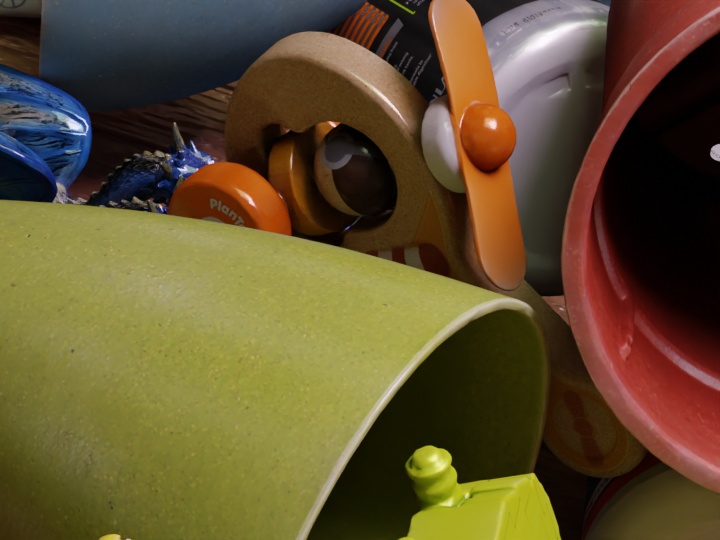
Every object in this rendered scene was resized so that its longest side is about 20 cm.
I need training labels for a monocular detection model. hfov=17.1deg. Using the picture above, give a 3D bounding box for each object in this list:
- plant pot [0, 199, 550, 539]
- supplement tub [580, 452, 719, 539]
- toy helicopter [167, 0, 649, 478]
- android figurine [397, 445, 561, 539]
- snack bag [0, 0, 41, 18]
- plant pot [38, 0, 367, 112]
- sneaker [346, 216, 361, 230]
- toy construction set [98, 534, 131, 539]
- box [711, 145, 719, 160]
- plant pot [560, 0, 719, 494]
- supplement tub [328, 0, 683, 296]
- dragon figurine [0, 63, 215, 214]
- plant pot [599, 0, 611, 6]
[{"bbox_3d":[-0.067,0.057,0.817,0.199,0.188,0.187,25,33,23],"label":"plant pot"},{"bbox_3d":[0.160,0.074,0.947,0.140,0.141,0.200,23,36,-6],"label":"supplement tub"},{"bbox_3d":[0.036,-0.008,0.859,0.200,0.132,0.079,44,43,3],"label":"toy helicopter"},{"bbox_3d":[0.048,0.150,0.757,0.041,0.201,0.182,-11,31,18],"label":"android figurine"},{"bbox_3d":[-0.110,-0.203,1.116,0.199,0.021,0.190,3,84,-26],"label":"snack bag"},{"bbox_3d":[-0.061,-0.161,0.996,0.134,0.201,0.201,4,40,-7],"label":"plant pot"},{"bbox_3d":[0.000,0.000,0.980,0.078,0.089,0.200,5,40,-29],"label":"sneaker"},{"bbox_3d":[-0.038,0.182,0.687,0.200,0.131,0.092,46,39,12],"label":"toy construction set"},{"bbox_3d":[0.220,-0.052,1.209,0.116,0.060,0.200,36,37,13],"label":"box"},{"bbox_3d":[0.167,-0.049,0.850,0.200,0.201,0.196,21,26,-8],"label":"plant pot"},{"bbox_3d":[0.049,-0.076,1.039,0.122,0.123,0.200,6,18,-26],"label":"supplement tub"},{"bbox_3d":[-0.141,-0.041,0.932,0.199,0.100,0.059,31,35,6],"label":"dragon figurine"},{"bbox_3d":[0.134,-0.192,1.221,0.195,0.197,0.201,20,40,-10],"label":"plant pot"}]
